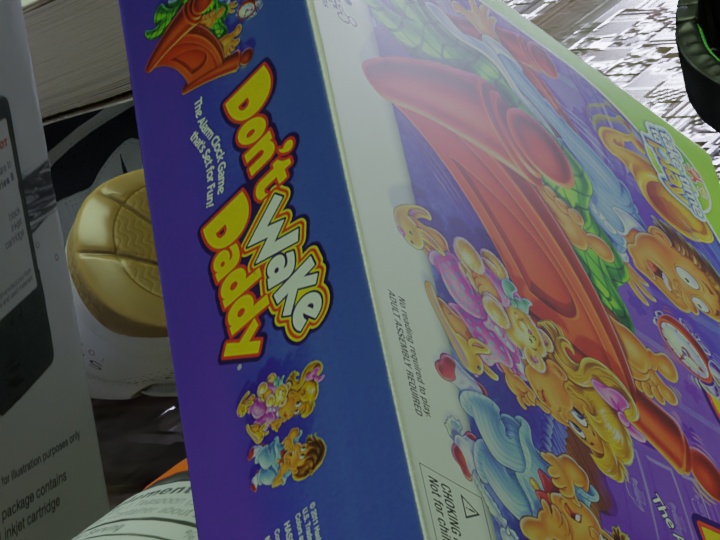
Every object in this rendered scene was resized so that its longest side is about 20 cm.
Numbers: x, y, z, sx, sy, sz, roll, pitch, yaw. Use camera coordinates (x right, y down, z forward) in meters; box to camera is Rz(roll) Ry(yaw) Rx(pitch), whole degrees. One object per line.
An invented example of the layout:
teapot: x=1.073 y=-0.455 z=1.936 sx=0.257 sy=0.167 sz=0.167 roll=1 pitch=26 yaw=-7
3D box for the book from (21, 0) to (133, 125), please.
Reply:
book: x=-0.127 y=-0.087 z=0.832 sx=0.133 sy=0.048 sz=0.200 roll=-24 pitch=26 yaw=-34

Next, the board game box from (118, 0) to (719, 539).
board game box: x=0.029 y=0.032 z=0.481 sx=0.045 sy=0.134 sz=0.201 roll=-38 pitch=42 yaw=25

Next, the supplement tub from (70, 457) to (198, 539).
supplement tub: x=-0.030 y=0.097 z=0.504 sx=0.107 sy=0.107 sz=0.200 roll=3 pitch=25 yaw=39

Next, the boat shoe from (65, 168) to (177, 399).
boat shoe: x=0.000 y=0.000 z=0.802 sx=0.199 sy=0.071 sz=0.069 roll=-5 pitch=-31 yaw=-28

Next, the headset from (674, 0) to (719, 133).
headset: x=0.181 y=-0.095 z=0.972 sx=0.123 sy=0.094 sz=0.200 roll=-2 pitch=38 yaw=19

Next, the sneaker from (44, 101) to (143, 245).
sneaker: x=-0.065 y=-0.031 z=0.912 sx=0.129 sy=0.080 sz=0.199 roll=-22 pitch=10 yaw=6

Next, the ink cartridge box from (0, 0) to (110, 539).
ink cartridge box: x=-0.153 y=0.005 z=0.680 sx=0.145 sy=0.201 sz=0.084 roll=-3 pitch=14 yaw=26
